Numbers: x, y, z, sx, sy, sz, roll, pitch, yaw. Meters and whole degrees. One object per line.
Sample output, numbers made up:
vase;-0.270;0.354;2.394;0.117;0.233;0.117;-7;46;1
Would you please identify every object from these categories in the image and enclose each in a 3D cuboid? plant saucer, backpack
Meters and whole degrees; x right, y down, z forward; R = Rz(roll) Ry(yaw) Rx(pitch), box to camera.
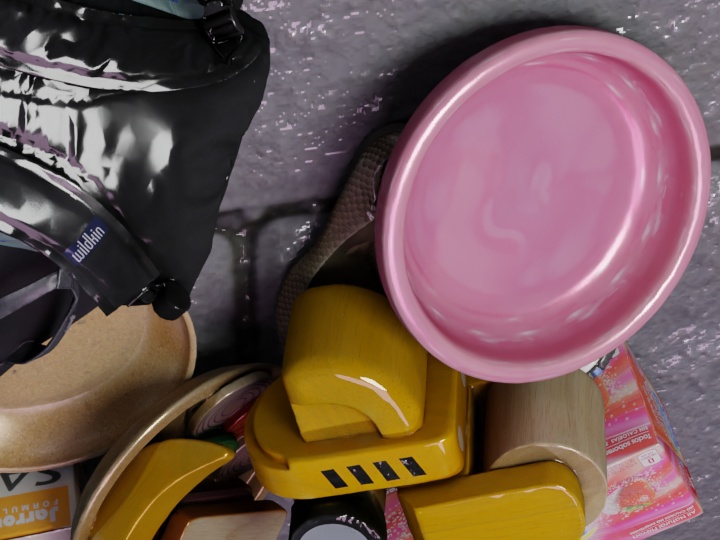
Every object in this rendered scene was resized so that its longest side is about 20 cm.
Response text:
plant saucer;-0.195;0.042;1.115;0.200;0.035;0.200;-8;138;-7
backpack;-0.160;-0.078;0.906;0.200;0.127;0.167;15;90;-29
plant saucer;0.094;-0.039;1.052;0.200;0.051;0.201;-11;116;-22

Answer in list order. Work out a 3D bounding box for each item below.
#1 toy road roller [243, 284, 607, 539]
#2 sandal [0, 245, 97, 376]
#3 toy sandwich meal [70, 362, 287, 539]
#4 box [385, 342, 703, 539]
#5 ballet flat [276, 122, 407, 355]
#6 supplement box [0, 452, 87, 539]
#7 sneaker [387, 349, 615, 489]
toy road roller;0.032;0.081;1.092;0.200;0.123;0.146;-10;123;11
sandal;-0.187;0.027;1.040;0.076;0.043;0.200;26;124;-36
toy sandwich meal;-0.095;0.148;1.176;0.205;0.070;0.205;-36;151;-25
box;0.107;0.139;1.265;0.200;0.095;0.103;-24;139;11
ballet flat;0.000;0.000;1.116;0.067;0.046;0.200;6;135;-21
supplement box;-0.225;0.201;1.254;0.126;0.074;0.200;-10;140;-3
sneaker;0.062;0.063;1.199;0.200;0.076;0.077;-37;114;22
